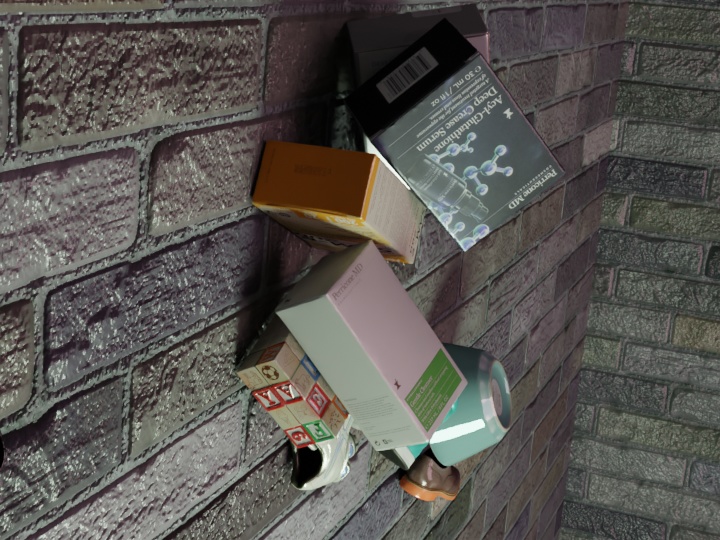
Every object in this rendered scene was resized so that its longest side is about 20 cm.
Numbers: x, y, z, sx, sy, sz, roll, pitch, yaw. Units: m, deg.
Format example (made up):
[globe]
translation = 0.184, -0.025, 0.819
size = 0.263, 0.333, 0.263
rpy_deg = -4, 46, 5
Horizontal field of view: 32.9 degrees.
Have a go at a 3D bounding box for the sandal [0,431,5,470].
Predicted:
[sandal]
translation = -0.274, 0.120, 0.834
size = 0.075, 0.045, 0.200
rpy_deg = -24, 122, -67

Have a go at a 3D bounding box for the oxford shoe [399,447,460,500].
[oxford shoe]
translation = 0.129, 0.325, 1.973
size = 0.073, 0.071, 0.200
rpy_deg = -63, 161, 6

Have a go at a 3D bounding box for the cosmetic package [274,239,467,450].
[cosmetic package]
translation = 0.013, 0.082, 1.304
size = 0.200, 0.085, 0.108
rpy_deg = 55, 46, -18

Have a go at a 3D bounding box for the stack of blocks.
[stack of blocks]
translation = -0.042, 0.083, 1.356
size = 0.115, 0.059, 0.200
rpy_deg = 54, 40, -19

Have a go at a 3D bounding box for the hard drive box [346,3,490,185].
[hard drive box]
translation = 0.073, -0.200, 1.444
size = 0.077, 0.156, 0.200
rpy_deg = -101, -176, -50

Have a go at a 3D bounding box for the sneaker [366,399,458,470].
[sneaker]
translation = 0.060, 0.154, 1.462
size = 0.121, 0.084, 0.200
rpy_deg = -52, 156, -16

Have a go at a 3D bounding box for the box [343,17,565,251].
[box]
translation = 0.105, -0.149, 1.358
size = 0.200, 0.148, 0.107
rpy_deg = 46, 9, -36

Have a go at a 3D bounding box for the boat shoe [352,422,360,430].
[boat shoe]
translation = 0.013, 0.113, 1.579
size = 0.075, 0.068, 0.200
rpy_deg = -42, 138, -60

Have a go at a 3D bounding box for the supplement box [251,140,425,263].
[supplement box]
translation = -0.019, -0.070, 1.322
size = 0.200, 0.126, 0.074
rpy_deg = 35, 66, -67

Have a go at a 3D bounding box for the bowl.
[bowl]
translation = 0.173, 0.202, 1.923
size = 0.201, 0.105, 0.201
rpy_deg = -11, 90, -70

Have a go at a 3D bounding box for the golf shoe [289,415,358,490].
[golf shoe]
translation = -0.043, 0.170, 1.454
size = 0.097, 0.078, 0.200
rpy_deg = -24, 120, -60
